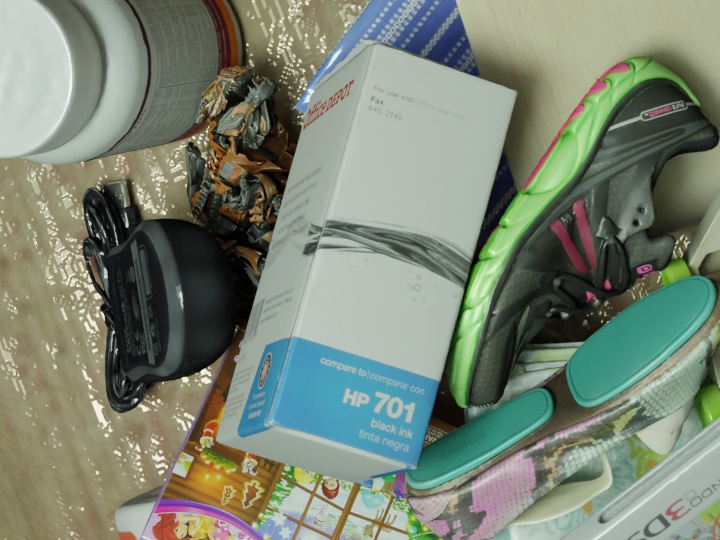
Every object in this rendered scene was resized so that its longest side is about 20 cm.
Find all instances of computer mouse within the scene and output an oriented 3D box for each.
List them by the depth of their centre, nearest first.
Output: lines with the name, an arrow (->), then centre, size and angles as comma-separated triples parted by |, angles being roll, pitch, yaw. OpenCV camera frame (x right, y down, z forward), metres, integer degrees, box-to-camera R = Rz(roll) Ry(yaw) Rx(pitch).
computer mouse -> -0.109, 0.012, 1.445 | 0.053, 0.200, 0.139 | -7, 90, -18

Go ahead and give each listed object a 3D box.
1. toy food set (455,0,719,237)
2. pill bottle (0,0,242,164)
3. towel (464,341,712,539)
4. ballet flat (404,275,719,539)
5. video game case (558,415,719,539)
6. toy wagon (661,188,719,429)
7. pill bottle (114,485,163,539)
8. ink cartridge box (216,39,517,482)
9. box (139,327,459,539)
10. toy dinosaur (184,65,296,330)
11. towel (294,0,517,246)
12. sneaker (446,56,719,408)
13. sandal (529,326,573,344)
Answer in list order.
toy food set -> 0.136, -0.109, 1.328 | 0.143, 0.060, 0.200 | -18, 106, 6
pill bottle -> -0.153, -0.117, 1.409 | 0.110, 0.200, 0.110 | 3, 99, 22
towel -> 0.145, 0.130, 1.349 | 0.171, 0.048, 0.200 | -7, 98, -8
ballet flat -> 0.116, 0.078, 1.281 | 0.200, 0.069, 0.071 | -35, 116, 14
video game case -> 0.213, 0.163, 1.318 | 0.182, 0.022, 0.200 | -38, 120, 7
toy wagon -> 0.235, -0.001, 1.304 | 0.155, 0.040, 0.200 | -17, 98, -3
pill bottle -> -0.063, 0.216, 1.472 | 0.112, 0.112, 0.200 | -16, 92, 23
ink cartridge box -> 0.000, 0.000, 1.294 | 0.086, 0.146, 0.200 | 19, 79, -10
box -> -0.007, 0.135, 1.405 | 0.200, 0.039, 0.137 | 24, 66, -1
toy dinosaur -> -0.043, -0.017, 1.454 | 0.136, 0.102, 0.200 | 14, 141, 34
towel -> 0.080, -0.082, 1.382 | 0.200, 0.024, 0.145 | 37, 117, -4
sneaker -> 0.110, -0.011, 1.267 | 0.084, 0.077, 0.200 | 34, 93, 2
sandal -> 0.132, 0.112, 1.405 | 0.078, 0.070, 0.212 | -44, 102, -2
